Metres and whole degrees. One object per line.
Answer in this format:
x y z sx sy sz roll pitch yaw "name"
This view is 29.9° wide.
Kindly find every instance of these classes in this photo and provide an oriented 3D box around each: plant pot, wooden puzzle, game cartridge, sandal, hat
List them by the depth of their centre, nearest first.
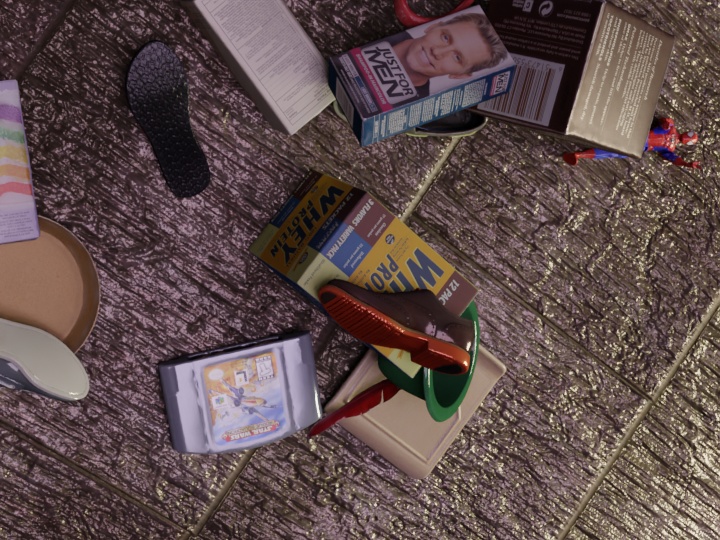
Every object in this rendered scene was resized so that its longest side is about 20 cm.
-0.408 0.029 1.592 0.199 0.027 0.202 -5 104 -21 "plant pot"
-0.233 -0.181 1.612 0.075 0.045 0.201 -20 123 -11 "sandal"
-0.149 0.160 1.712 0.198 0.042 0.134 -12 100 -15 "game cartridge"
0.039 0.106 1.748 0.200 0.175 0.167 -51 139 -47 "hat"
0.073 0.157 1.809 0.185 0.037 0.200 39 91 -24 "wooden puzzle"

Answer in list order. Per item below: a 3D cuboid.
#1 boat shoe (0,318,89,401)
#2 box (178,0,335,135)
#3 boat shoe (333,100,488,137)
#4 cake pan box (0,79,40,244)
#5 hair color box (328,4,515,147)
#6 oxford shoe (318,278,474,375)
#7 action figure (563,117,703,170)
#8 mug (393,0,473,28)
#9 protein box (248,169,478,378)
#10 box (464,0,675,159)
-0.410 0.102 1.572 0.199 0.073 0.062 31 133 -31 "boat shoe"
-0.117 -0.269 1.613 0.095 0.078 0.200 -40 113 -10 "box"
0.066 -0.207 1.709 0.200 0.060 0.073 4 101 -22 "boat shoe"
-0.471 -0.112 1.509 0.198 0.052 0.186 -7 92 -19 "cake pan box"
0.071 -0.231 1.589 0.199 0.061 0.100 -22 65 -14 "hair color box"
0.042 0.050 1.544 0.199 0.071 0.073 28 63 -21 "oxford shoe"
0.385 -0.172 1.826 0.199 0.099 0.066 -6 105 -23 "action figure"
0.091 -0.394 1.648 0.199 0.133 0.179 -12 113 -23 "mug"
0.000 0.000 1.652 0.198 0.200 0.135 40 86 -24 "protein box"
0.260 -0.248 1.682 0.199 0.165 0.165 7 100 -52 "box"
